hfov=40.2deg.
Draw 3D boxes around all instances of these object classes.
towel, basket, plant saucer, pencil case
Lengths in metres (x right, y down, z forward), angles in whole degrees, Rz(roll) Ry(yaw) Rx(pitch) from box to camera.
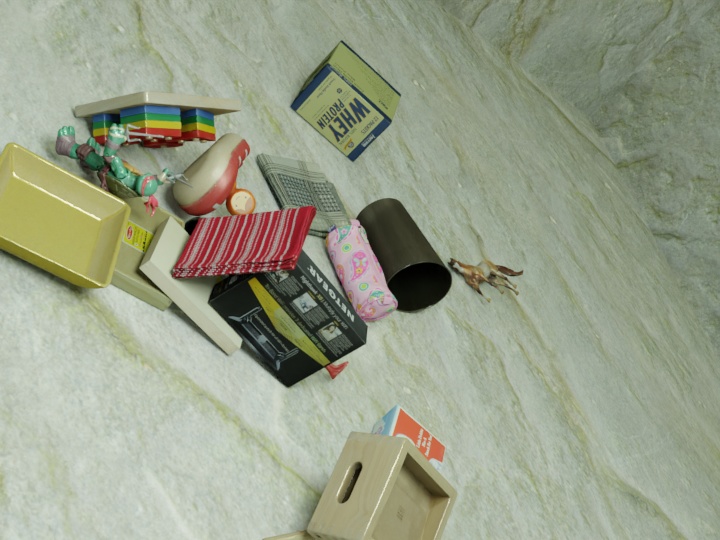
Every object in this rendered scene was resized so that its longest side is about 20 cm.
[{"bbox_3d":[-0.171,-0.045,1.464,0.145,0.199,0.023,-74,153,-50],"label":"towel"},{"bbox_3d":[0.076,-0.039,1.987,0.180,0.136,0.200,33,23,-53],"label":"basket"},{"bbox_3d":[-0.437,-0.067,1.386,0.200,0.048,0.200,29,33,-22],"label":"plant saucer"},{"bbox_3d":[0.000,0.000,1.876,0.087,0.087,0.200,16,42,-45],"label":"pencil case"},{"bbox_3d":[-0.101,-0.148,1.981,0.200,0.035,0.193,9,45,-50],"label":"towel"}]

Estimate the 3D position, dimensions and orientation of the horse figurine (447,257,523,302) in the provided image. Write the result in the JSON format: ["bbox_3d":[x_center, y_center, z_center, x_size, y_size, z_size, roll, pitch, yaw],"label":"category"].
[{"bbox_3d":[0.298,0.014,2.296,0.132,0.050,0.200,41,31,27],"label":"horse figurine"}]

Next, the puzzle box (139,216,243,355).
[{"bbox_3d":[-0.249,0.023,1.520,0.200,0.025,0.133,48,23,-22],"label":"puzzle box"}]

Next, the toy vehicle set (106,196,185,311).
[{"bbox_3d":[-0.338,-0.038,1.518,0.124,0.027,0.200,32,31,-26],"label":"toy vehicle set"}]

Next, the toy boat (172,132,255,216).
[{"bbox_3d":[-0.232,-0.143,1.679,0.131,0.130,0.200,47,18,-12],"label":"toy boat"}]

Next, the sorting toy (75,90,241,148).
[{"bbox_3d":[-0.336,-0.245,1.644,0.199,0.200,0.070,-5,93,-48],"label":"sorting toy"}]

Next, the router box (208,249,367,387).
[{"bbox_3d":[-0.109,0.068,1.516,0.200,0.157,0.052,51,23,-23],"label":"router box"}]

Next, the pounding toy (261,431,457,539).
[{"bbox_3d":[0.003,0.342,1.357,0.184,0.142,0.200,50,54,-36],"label":"pounding toy"}]

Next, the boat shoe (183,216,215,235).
[{"bbox_3d":[-0.216,-0.046,1.565,0.063,0.074,0.201,-8,15,-37],"label":"boat shoe"}]

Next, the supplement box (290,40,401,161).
[{"bbox_3d":[-0.030,-0.397,2.295,0.200,0.134,0.200,40,28,-13],"label":"supplement box"}]

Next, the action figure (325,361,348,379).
[{"bbox_3d":[-0.081,0.076,1.652,0.200,0.099,0.065,45,2,0],"label":"action figure"}]

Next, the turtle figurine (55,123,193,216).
[{"bbox_3d":[-0.361,-0.160,1.497,0.200,0.101,0.150,21,-22,23],"label":"turtle figurine"}]

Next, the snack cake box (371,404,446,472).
[{"bbox_3d":[0.063,0.321,1.568,0.115,0.067,0.200,40,28,-8],"label":"snack cake box"}]
